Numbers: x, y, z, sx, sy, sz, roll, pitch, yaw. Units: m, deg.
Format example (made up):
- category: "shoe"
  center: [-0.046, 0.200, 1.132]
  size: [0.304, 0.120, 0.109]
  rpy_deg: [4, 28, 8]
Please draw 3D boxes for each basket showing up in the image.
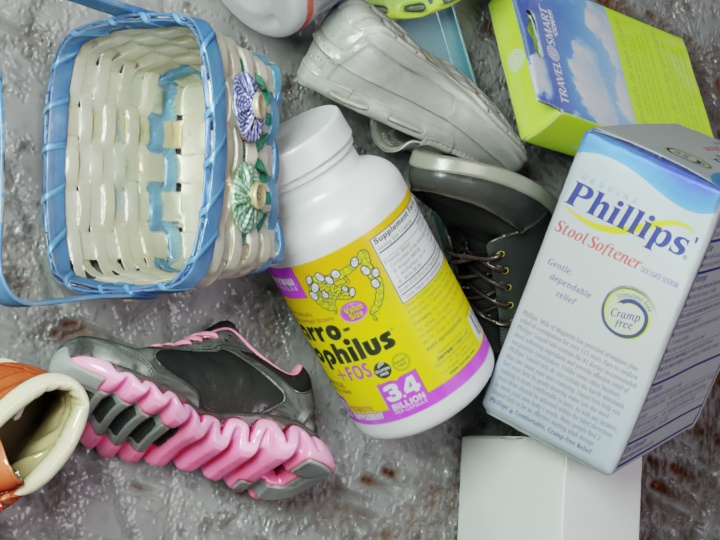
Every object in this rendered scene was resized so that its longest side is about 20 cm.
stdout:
- category: "basket"
  center: [-0.134, -0.069, 0.982]
  size: [0.199, 0.138, 0.178]
  rpy_deg: [0, 88, -48]

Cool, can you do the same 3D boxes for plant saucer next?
- category: "plant saucer"
  center: [0.063, -0.087, 1.223]
  size: [0.070, 0.019, 0.202]
  rpy_deg: [-26, 103, -37]

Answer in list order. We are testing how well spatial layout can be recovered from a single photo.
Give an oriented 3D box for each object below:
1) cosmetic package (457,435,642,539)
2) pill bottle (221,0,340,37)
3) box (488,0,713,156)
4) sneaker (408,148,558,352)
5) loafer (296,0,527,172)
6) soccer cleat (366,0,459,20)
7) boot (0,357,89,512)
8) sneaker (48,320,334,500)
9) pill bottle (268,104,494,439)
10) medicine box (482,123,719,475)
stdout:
- category: "cosmetic package"
  center: [0.126, 0.216, 1.201]
  size: [0.084, 0.107, 0.202]
  rpy_deg: [9, 83, -38]
- category: "pill bottle"
  center: [-0.005, -0.243, 1.096]
  size: [0.200, 0.112, 0.113]
  rpy_deg: [-39, 111, -24]
- category: "box"
  center: [0.171, -0.136, 1.265]
  size: [0.199, 0.048, 0.123]
  rpy_deg: [13, 54, -39]
- category: "sneaker"
  center: [0.086, -0.005, 1.160]
  size: [0.199, 0.074, 0.107]
  rpy_deg: [28, 80, -51]
- category: "loafer"
  center: [0.036, -0.109, 1.158]
  size: [0.070, 0.070, 0.199]
  rpy_deg: [-47, 132, 14]
- category: "soccer cleat"
  center: [0.064, -0.224, 1.202]
  size: [0.199, 0.084, 0.065]
  rpy_deg: [-29, 105, -15]
- category: "boot"
  center: [-0.230, 0.115, 0.916]
  size: [0.200, 0.107, 0.075]
  rpy_deg: [-44, 115, -30]
- category: "sneaker"
  center: [-0.102, 0.069, 1.056]
  size: [0.199, 0.079, 0.096]
  rpy_deg: [25, 50, -36]
- category: "pill bottle"
  center: [0.000, 0.000, 1.110]
  size: [0.104, 0.104, 0.201]
  rpy_deg: [-41, 112, -33]
- category: "medicine box"
  center: [0.189, 0.013, 1.168]
  size: [0.182, 0.102, 0.202]
  rpy_deg: [-10, 123, -62]
